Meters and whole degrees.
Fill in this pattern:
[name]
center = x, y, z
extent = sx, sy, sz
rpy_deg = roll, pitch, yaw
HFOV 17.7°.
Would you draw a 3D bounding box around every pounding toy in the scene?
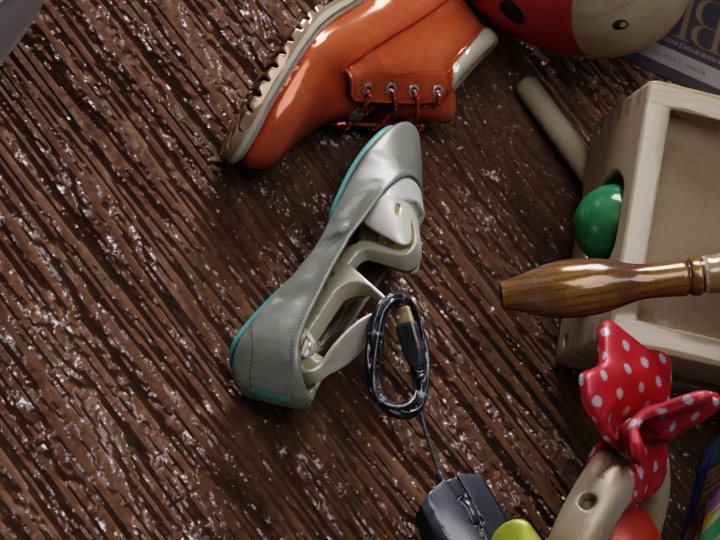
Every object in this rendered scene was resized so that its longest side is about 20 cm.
[pounding toy]
center = 0.192, -0.024, 1.381
extent = 0.200, 0.142, 0.184
rpy_deg = 13, 77, -10

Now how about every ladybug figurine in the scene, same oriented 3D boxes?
[ladybug figurine]
center = 0.108, -0.201, 1.403
extent = 0.200, 0.136, 0.072
rpy_deg = 29, 28, 34

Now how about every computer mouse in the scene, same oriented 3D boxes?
[computer mouse]
center = 0.050, 0.107, 1.281
extent = 0.059, 0.034, 0.200
rpy_deg = -22, 93, -30

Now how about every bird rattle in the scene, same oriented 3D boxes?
[bird rattle]
center = 0.127, 0.138, 1.259
extent = 0.113, 0.163, 0.200
rpy_deg = 14, 65, 18

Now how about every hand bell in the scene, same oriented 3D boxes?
[hand bell]
center = 0.176, 0.003, 1.267
extent = 0.200, 0.104, 0.104
rpy_deg = -4, 67, -1

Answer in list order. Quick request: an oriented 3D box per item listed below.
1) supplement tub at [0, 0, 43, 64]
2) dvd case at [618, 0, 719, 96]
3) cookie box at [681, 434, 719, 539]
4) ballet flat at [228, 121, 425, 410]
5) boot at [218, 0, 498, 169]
[supplement tub]
center = -0.283, -0.183, 1.271
extent = 0.200, 0.140, 0.140
rpy_deg = 40, 60, 2
[dvd case]
center = 0.191, -0.218, 1.390
extent = 0.016, 0.200, 0.149
rpy_deg = -7, 28, -43
[cookie box]
center = 0.229, 0.166, 1.269
extent = 0.075, 0.171, 0.200
rpy_deg = 22, 61, -5
[ballet flat]
center = 0.000, 0.000, 1.323
extent = 0.064, 0.067, 0.200
rpy_deg = 19, 60, 30
[boot]
center = 0.002, -0.112, 1.378
extent = 0.107, 0.075, 0.200
rpy_deg = 44, 59, -2
